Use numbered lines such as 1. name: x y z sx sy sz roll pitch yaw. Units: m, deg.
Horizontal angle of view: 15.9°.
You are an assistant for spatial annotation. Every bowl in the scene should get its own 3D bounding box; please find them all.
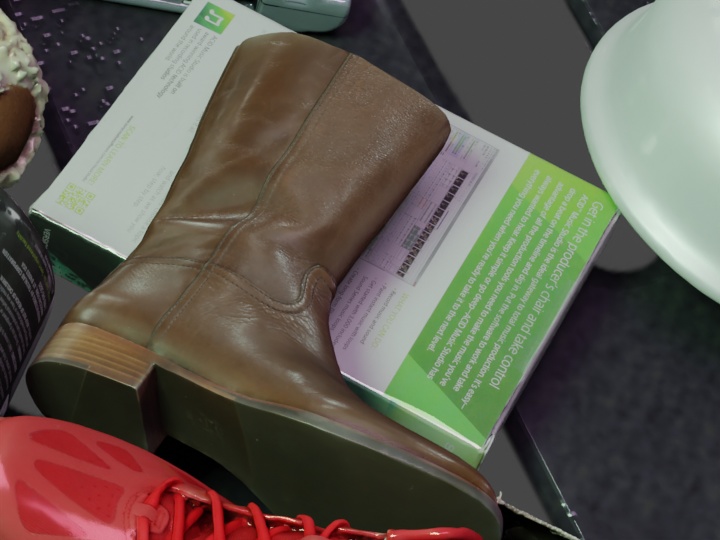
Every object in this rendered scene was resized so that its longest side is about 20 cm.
1. bowl: 0.198 -0.070 1.063 0.201 0.090 0.201 13 46 -14

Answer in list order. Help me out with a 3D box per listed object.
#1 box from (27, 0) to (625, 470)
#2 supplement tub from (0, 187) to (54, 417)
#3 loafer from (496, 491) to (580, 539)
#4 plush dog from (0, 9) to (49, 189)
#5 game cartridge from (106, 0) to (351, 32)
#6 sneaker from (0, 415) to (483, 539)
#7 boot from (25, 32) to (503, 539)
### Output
1. box: -0.012 -0.016 1.026 0.200 0.036 0.144 27 53 8
2. supplement tub: -0.191 0.057 0.874 0.122 0.123 0.200 21 53 2
3. loafer: 0.096 0.147 0.911 0.200 0.070 0.075 30 53 9
4. plush dog: -0.234 -0.109 0.975 0.172 0.200 0.160 -23 24 -33
5. game cartridge: -0.099 -0.174 1.119 0.200 0.041 0.133 10 57 -7
6. sneaker: -0.030 0.090 0.855 0.200 0.115 0.078 30 50 -23
7. boot: 0.000 0.000 0.951 0.186 0.064 0.200 22 49 13
